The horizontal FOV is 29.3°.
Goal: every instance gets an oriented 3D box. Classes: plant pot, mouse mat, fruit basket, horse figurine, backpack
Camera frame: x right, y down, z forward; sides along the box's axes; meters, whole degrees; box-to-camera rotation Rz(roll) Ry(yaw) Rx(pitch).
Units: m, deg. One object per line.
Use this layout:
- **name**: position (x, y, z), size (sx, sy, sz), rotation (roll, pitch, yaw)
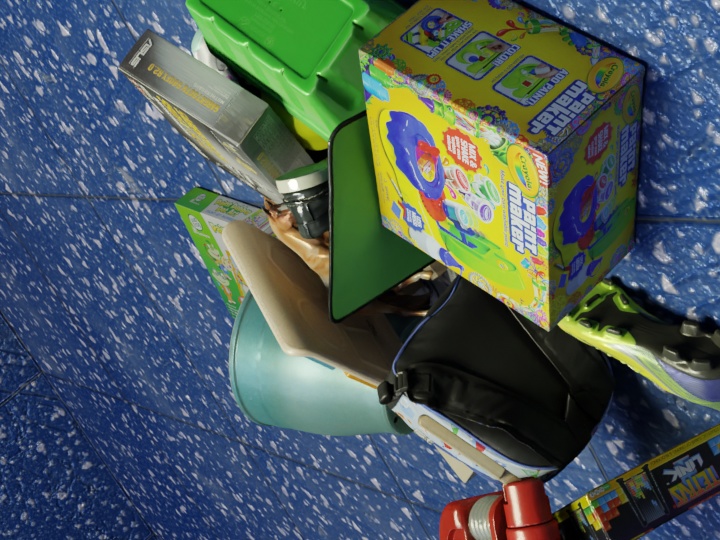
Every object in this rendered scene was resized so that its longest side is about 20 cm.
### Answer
- **plant pot**: position (-0.014, 0.096, 1.531), size (0.186, 0.201, 0.201), rotation (12, 138, 33)
- **mouse mat**: position (0.027, -0.064, 1.205), size (0.007, 0.160, 0.202), rotation (29, 133, 33)
- **fruit basket**: position (-0.040, -0.195, 1.235), size (0.215, 0.156, 0.216), rotation (36, -175, -4)
- **horse figurine**: position (0.000, 0.000, 1.333), size (0.131, 0.050, 0.200), rotation (-1, 151, 27)
- **backpack**: position (0.135, 0.110, 1.297), size (0.190, 0.200, 0.154), rotation (35, 160, 13)

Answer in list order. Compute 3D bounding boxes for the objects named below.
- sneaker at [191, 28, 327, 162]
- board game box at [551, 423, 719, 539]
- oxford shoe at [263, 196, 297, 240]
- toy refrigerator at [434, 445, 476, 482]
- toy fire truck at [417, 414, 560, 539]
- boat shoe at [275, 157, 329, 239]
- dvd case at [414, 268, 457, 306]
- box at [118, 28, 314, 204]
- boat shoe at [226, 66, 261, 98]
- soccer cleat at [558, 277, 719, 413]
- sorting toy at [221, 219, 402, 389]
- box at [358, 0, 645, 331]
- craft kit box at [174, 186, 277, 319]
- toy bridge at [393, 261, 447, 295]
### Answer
- **sneaker**: position (-0.082, -0.170, 1.408), size (0.139, 0.078, 0.201), rotation (14, 147, 50)
- **board game box**: position (0.246, 0.217, 1.259), size (0.057, 0.164, 0.200), rotation (63, 159, 14)
- **oxford shoe**: position (-0.074, -0.057, 1.483), size (0.070, 0.072, 0.200), rotation (5, 178, -1)
- **toy refrigerator**: position (0.136, 0.151, 1.485), size (0.076, 0.070, 0.201), rotation (50, 156, 16)
- **toy fire truck**: position (0.112, 0.220, 1.220), size (0.176, 0.127, 0.203), rotation (157, 104, -70)
- **boat shoe**: position (0.001, -0.076, 1.237), size (0.074, 0.199, 0.067), rotation (-9, 102, 33)
- **dvd case**: position (0.040, -0.030, 1.454), size (0.199, 0.016, 0.150), rotation (24, 144, 45)
- **box**: position (-0.122, -0.131, 1.305), size (0.158, 0.049, 0.200), rotation (34, 174, 25)
- **boat shoe**: position (-0.102, -0.206, 1.333), size (0.070, 0.064, 0.202), rotation (-24, 96, 20)
- **soccer cleat**: position (0.241, 0.067, 1.188), size (0.199, 0.065, 0.084), rotation (26, 149, 42)
- **sorting toy**: position (-0.040, 0.044, 1.373), size (0.199, 0.037, 0.186), rotation (23, -153, -47)
- **box**: position (0.115, -0.096, 1.107), size (0.192, 0.122, 0.201), rotation (33, 151, 32)
- **craft kit box**: position (-0.135, 0.000, 1.767), size (0.199, 0.048, 0.199), rotation (19, 139, 49)
- **toy bridge**: position (0.062, -0.025, 1.372), size (0.067, 0.027, 0.200), rotation (50, 154, 0)
